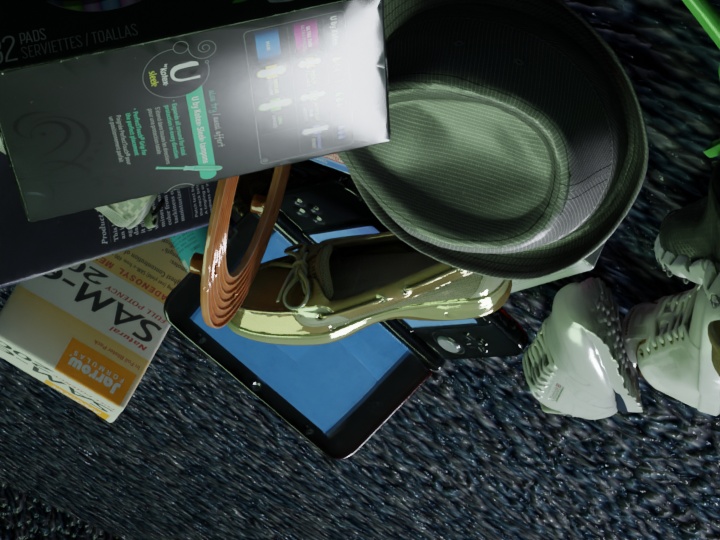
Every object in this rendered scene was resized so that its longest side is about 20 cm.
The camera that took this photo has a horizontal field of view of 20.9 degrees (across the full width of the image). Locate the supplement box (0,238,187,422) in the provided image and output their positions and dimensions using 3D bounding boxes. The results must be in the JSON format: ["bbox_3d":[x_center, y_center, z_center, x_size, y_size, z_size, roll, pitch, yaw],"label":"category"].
[{"bbox_3d":[-0.204,0.004,1.596,0.125,0.201,0.074,30,161,-8],"label":"supplement box"}]

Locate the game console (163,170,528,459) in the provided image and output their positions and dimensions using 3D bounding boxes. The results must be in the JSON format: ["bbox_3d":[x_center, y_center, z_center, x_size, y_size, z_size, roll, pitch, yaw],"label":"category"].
[{"bbox_3d":[-0.011,0.039,1.417,0.200,0.119,0.172,41,156,-23],"label":"game console"}]

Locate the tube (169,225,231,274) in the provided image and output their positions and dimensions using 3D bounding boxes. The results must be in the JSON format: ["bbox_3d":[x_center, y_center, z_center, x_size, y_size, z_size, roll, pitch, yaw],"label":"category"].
[{"bbox_3d":[-0.140,-0.058,1.491,0.201,0.050,0.077,60,152,1],"label":"tube"}]

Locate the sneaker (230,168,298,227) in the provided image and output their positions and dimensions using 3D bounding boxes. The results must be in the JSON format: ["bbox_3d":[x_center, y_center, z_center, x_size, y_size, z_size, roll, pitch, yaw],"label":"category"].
[{"bbox_3d":[-0.033,-0.004,1.539,0.200,0.070,0.108,38,155,-7],"label":"sneaker"}]

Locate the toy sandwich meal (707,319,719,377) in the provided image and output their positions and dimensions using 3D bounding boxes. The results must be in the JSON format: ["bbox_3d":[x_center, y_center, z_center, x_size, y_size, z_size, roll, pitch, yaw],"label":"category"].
[{"bbox_3d":[0.292,0.068,1.143,0.204,0.071,0.205,31,-166,-8],"label":"toy sandwich meal"}]

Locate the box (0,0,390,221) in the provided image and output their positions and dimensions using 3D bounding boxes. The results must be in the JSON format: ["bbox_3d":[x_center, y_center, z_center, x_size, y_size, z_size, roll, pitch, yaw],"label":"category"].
[{"bbox_3d":[-0.096,-0.136,1.010,0.198,0.149,0.125,-13,146,-6],"label":"box"}]

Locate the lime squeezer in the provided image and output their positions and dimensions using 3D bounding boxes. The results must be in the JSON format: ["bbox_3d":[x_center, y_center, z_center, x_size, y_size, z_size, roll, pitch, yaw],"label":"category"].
[{"bbox_3d":[0.195,-0.098,1.040,0.070,0.038,0.200,18,159,28],"label":"lime squeezer"}]

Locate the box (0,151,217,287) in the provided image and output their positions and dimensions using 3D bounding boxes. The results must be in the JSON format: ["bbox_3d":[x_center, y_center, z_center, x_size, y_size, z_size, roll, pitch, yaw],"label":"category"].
[{"bbox_3d":[-0.239,-0.072,1.404,0.199,0.197,0.124,7,109,51],"label":"box"}]

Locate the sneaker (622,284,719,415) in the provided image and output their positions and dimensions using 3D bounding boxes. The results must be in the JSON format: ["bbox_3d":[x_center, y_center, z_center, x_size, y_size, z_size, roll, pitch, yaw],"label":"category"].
[{"bbox_3d":[0.216,0.046,1.323,0.084,0.073,0.200,21,161,12],"label":"sneaker"}]

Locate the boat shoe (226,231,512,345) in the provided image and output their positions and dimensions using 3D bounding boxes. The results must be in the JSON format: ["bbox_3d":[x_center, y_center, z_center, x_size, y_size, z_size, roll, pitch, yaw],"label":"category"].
[{"bbox_3d":[0.001,0.002,1.319,0.199,0.074,0.063,-4,139,9],"label":"boat shoe"}]

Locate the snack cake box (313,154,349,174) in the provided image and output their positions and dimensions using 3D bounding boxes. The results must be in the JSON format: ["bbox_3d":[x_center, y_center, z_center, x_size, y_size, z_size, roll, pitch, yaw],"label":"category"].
[{"bbox_3d":[0.053,-0.093,1.202,0.199,0.068,0.115,21,161,19],"label":"snack cake box"}]

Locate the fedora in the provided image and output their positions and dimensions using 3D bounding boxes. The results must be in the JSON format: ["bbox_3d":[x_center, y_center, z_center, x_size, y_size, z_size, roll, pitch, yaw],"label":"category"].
[{"bbox_3d":[0.055,-0.073,1.083,0.199,0.090,0.178,25,116,17],"label":"fedora"}]

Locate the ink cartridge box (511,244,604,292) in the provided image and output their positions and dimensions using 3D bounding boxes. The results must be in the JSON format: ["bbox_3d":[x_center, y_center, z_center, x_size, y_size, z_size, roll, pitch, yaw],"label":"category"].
[{"bbox_3d":[0.075,-0.031,1.370,0.119,0.042,0.200,35,157,-15],"label":"ink cartridge box"}]

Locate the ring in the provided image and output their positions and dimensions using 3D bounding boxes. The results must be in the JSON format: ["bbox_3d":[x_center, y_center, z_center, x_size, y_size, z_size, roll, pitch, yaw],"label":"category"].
[{"bbox_3d":[-0.071,-0.062,1.245,0.019,0.202,0.201,16,160,7],"label":"ring"}]

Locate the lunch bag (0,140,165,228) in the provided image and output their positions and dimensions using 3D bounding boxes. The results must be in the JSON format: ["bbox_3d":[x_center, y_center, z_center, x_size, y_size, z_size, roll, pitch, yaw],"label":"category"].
[{"bbox_3d":[-0.180,-0.141,1.243,0.199,0.169,0.139,33,160,-14],"label":"lunch bag"}]

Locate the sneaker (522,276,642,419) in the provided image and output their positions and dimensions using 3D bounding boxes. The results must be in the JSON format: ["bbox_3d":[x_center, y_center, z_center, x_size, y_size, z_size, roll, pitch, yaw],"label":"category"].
[{"bbox_3d":[0.153,0.065,1.396,0.080,0.077,0.200,-7,156,12],"label":"sneaker"}]

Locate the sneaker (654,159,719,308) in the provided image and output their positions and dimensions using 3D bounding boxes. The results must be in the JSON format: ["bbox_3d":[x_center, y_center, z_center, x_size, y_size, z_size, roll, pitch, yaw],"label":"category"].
[{"bbox_3d":[0.222,-0.029,1.137,0.066,0.091,0.200,12,-172,-5],"label":"sneaker"}]
